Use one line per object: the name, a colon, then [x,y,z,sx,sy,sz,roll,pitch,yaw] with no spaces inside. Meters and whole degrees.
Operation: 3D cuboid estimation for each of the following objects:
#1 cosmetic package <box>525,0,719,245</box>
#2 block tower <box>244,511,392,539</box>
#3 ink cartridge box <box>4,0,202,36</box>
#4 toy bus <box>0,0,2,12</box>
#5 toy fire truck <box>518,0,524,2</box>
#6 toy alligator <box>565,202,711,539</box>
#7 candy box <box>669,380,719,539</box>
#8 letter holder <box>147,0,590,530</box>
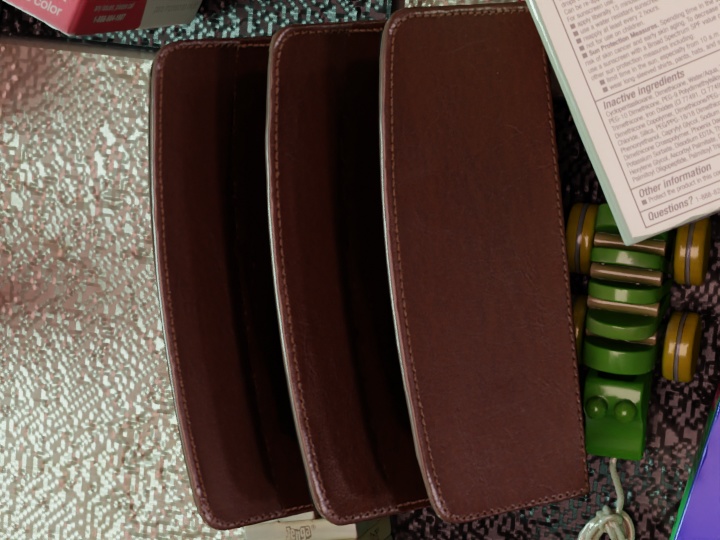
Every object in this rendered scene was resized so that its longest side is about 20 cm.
cosmetic package: [0.114,-0.123,0.801,0.105,0.071,0.201,-20,93,18]
block tower: [-0.022,0.096,0.933,0.057,0.054,0.201,-7,95,17]
ink cartridge box: [-0.086,-0.204,0.861,0.085,0.148,0.201,31,106,10]
toy bus: [-0.179,-0.192,0.933,0.078,0.065,0.201,30,105,11]
toy fire truck: [0.125,-0.193,0.851,0.140,0.049,0.201,-5,96,17]
toy alligator: [0.110,0.038,0.885,0.059,0.054,0.201,8,100,16]
candy box: [0.219,0.093,0.849,0.168,0.077,0.201,19,101,12]
letter holder: [0.000,0.000,0.846,0.100,0.141,0.201,-2,94,55]
